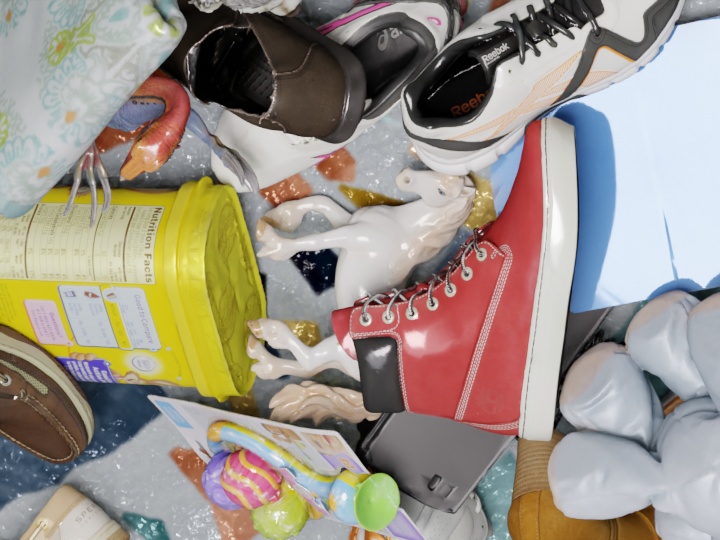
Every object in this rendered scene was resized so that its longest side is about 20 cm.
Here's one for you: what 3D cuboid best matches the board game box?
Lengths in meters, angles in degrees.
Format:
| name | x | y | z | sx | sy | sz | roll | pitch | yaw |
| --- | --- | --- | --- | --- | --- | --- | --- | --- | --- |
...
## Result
| name | x | y | z | sx | sy | sz | roll | pitch | yaw |
| --- | --- | --- | --- | --- | --- | --- | --- | --- | --- |
| board game box | 0.179 | -0.066 | 1.376 | 0.199 | 0.039 | 0.159 | -11 | 96 | 16 |

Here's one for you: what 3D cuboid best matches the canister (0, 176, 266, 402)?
| name | x | y | z | sx | sy | sz | roll | pitch | yaw |
| --- | --- | --- | --- | --- | --- | --- | --- | --- | --- |
| canister | -0.173 | 0.009 | 1.456 | 0.199 | 0.087 | 0.149 | 2 | 137 | 14 |

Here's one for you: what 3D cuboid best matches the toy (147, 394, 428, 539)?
| name | x | y | z | sx | sy | sz | roll | pitch | yaw |
| --- | --- | --- | --- | --- | --- | --- | --- | --- | --- |
| toy | -0.056 | 0.139 | 1.448 | 0.199 | 0.047 | 0.115 | 3 | 140 | 48 |

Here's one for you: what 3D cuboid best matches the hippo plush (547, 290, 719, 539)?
| name | x | y | z | sx | sy | sz | roll | pitch | yaw |
| --- | --- | --- | --- | --- | --- | --- | --- | --- | --- |
| hippo plush | 0.229 | 0.110 | 1.350 | 0.199 | 0.160 | 0.161 | 12 | 162 | 45 |

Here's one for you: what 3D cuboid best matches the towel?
| name | x | y | z | sx | sy | sz | roll | pitch | yaw |
| --- | --- | --- | --- | --- | --- | --- | --- | --- | --- |
| towel | -0.179 | -0.155 | 1.327 | 0.048 | 0.201 | 0.171 | 15 | 133 | -37 |

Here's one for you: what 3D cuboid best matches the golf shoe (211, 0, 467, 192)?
| name | x | y | z | sx | sy | sz | roll | pitch | yaw |
| --- | --- | --- | --- | --- | --- | --- | --- | --- | --- |
| golf shoe | -0.024 | -0.110 | 1.380 | 0.200 | 0.092 | 0.073 | -39 | 103 | 26 |

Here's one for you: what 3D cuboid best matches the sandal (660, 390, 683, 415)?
| name | x | y | z | sx | sy | sz | roll | pitch | yaw |
| --- | --- | --- | --- | --- | --- | --- | --- | --- | --- |
| sandal | 0.258 | 0.075 | 1.410 | 0.079 | 0.059 | 0.207 | 43 | 116 | -7 |

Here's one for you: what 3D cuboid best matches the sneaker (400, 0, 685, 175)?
| name | x | y | z | sx | sy | sz | roll | pitch | yaw |
| --- | --- | --- | --- | --- | --- | --- | --- | --- | --- |
| sneaker | 0.107 | -0.130 | 1.322 | 0.200 | 0.080 | 0.074 | -40 | 70 | 8 |

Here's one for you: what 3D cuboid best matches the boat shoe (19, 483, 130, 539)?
| name | x | y | z | sx | sy | sz | roll | pitch | yaw |
| --- | --- | --- | --- | --- | --- | --- | --- | --- | --- |
| boat shoe | -0.246 | 0.219 | 1.595 | 0.200 | 0.074 | 0.069 | -41 | 87 | 24 |

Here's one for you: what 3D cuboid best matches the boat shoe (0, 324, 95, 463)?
| name | x | y | z | sx | sy | sz | roll | pitch | yaw |
| --- | --- | --- | --- | --- | --- | --- | --- | --- | --- |
| boat shoe | -0.251 | 0.069 | 1.427 | 0.074 | 0.075 | 0.202 | -21 | 128 | 36 |

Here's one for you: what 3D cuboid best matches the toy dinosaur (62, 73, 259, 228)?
| name | x | y | z | sx | sy | sz | roll | pitch | yaw |
| --- | --- | --- | --- | --- | --- | --- | --- | --- | --- |
| toy dinosaur | -0.157 | -0.100 | 1.350 | 0.201 | 0.105 | 0.181 | 55 | 155 | -5 |

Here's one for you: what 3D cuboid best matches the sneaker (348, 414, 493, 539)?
| name | x | y | z | sx | sy | sz | roll | pitch | yaw |
| --- | --- | --- | --- | --- | --- | --- | --- | --- | --- |
| sneaker | 0.045 | 0.143 | 1.496 | 0.091 | 0.076 | 0.201 | 1 | 107 | -17 |

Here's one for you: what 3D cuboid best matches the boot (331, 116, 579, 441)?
| name | x | y | z | sx | sy | sz | roll | pitch | yaw |
| --- | --- | --- | --- | --- | --- | --- | --- | --- | --- |
| boot | 0.056 | 0.000 | 1.352 | 0.143 | 0.072 | 0.201 | 9 | 111 | 6 |

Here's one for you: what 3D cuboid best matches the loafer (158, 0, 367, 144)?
| name | x | y | z | sx | sy | sz | roll | pitch | yaw |
| --- | --- | --- | --- | --- | --- | --- | --- | --- | --- |
| loafer | -0.078 | -0.133 | 1.347 | 0.200 | 0.071 | 0.073 | 26 | 108 | 45 |

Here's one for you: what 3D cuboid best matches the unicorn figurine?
| name | x | y | z | sx | sy | sz | roll | pitch | yaw |
| --- | --- | --- | --- | --- | --- | --- | --- | --- | --- |
| unicorn figurine | 0.000 | 0.000 | 1.431 | 0.136 | 0.074 | 0.201 | 5 | 105 | 1 |

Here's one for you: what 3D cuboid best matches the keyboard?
| name | x | y | z | sx | sy | sz | roll | pitch | yaw |
| --- | --- | --- | --- | --- | --- | --- | --- | --- | --- |
| keyboard | 0.093 | 0.065 | 1.440 | 0.104 | 0.040 | 0.200 | 37 | 95 | -8 |

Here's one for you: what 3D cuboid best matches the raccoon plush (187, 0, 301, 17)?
| name | x | y | z | sx | sy | sz | roll | pitch | yaw |
| --- | --- | --- | --- | --- | --- | --- | --- | --- | --- |
| raccoon plush | -0.100 | -0.230 | 1.320 | 0.200 | 0.134 | 0.097 | 39 | 117 | -5 |

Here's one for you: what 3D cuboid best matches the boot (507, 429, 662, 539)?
| name | x | y | z | sx | sy | sz | roll | pitch | yaw |
| --- | --- | --- | --- | --- | --- | --- | --- | --- | --- |
| boot | 0.153 | 0.202 | 1.412 | 0.071 | 0.145 | 0.201 | -24 | 135 | 29 |
